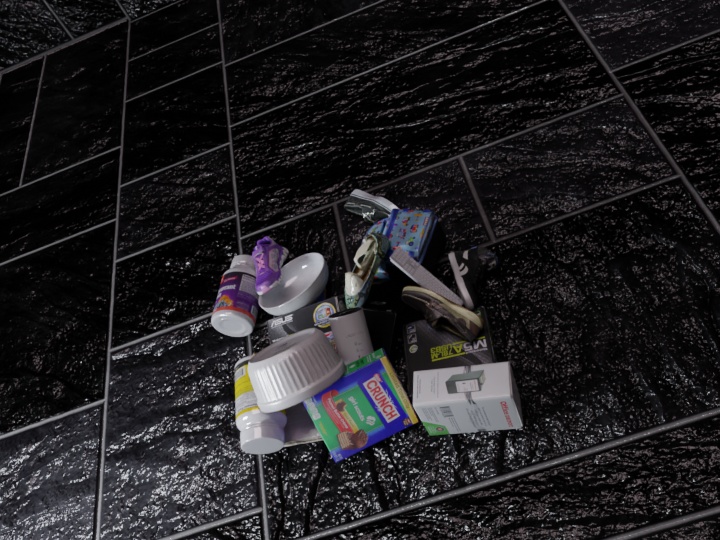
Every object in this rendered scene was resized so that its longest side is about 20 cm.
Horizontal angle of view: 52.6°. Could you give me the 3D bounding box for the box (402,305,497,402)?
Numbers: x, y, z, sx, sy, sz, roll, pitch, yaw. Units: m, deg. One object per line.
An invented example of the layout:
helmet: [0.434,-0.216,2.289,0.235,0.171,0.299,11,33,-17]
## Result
box: [0.199,0.187,1.626,0.200,0.048,0.193,-14,46,13]

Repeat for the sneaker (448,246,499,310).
sneaker: [0.275,0.005,1.697,0.112,0.073,0.200,-18,35,7]

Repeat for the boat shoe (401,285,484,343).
boat shoe: [0.174,0.096,1.614,0.200,0.073,0.065,23,66,21]

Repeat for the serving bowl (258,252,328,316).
serving bowl: [-0.158,0.046,1.832,0.200,0.066,0.200,-27,28,16]

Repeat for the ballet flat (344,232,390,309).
ballet flat: [0.000,0.000,1.704,0.074,0.074,0.200,19,84,33]

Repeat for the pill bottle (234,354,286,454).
pill bottle: [-0.223,0.299,1.630,0.114,0.114,0.200,-16,55,11]

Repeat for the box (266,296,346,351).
box: [-0.120,0.168,1.732,0.200,0.044,0.160,-19,67,20]

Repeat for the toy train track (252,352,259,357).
toy train track: [-0.145,0.206,1.637,0.200,0.115,0.033,9,8,-17]

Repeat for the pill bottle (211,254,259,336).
pill bottle: [-0.314,0.062,1.899,0.111,0.111,0.200,-6,52,19]

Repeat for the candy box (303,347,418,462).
candy box: [-0.002,0.285,1.547,0.200,0.169,0.077,-27,13,-1]

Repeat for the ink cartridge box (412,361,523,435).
ink cartridge box: [0.222,0.265,1.491,0.200,0.146,0.084,-8,50,16]

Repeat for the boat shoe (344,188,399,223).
boat shoe: [0.036,-0.159,1.958,0.200,0.072,0.071,24,75,46]

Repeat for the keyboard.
keyboard: [0.153,0.022,1.674,0.200,0.011,0.056,40,43,0]

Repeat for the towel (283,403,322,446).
towel: [-0.118,0.327,1.662,0.200,0.034,0.133,-13,51,13]

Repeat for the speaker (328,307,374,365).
speaker: [-0.009,0.184,1.616,0.081,0.200,0.081,-15,7,2]

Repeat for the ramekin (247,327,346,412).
ramekin: [-0.141,0.202,1.522,0.200,0.105,0.200,-25,7,3]

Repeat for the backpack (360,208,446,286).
backpack: [0.091,-0.064,1.810,0.200,0.135,0.183,8,59,29]

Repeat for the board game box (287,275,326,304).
board game box: [-0.136,0.085,1.866,0.103,0.019,0.200,-16,50,13]

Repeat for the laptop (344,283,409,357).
laptop: [0.043,0.127,1.734,0.187,0.116,0.200,5,27,44]

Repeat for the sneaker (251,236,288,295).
sneaker: [-0.245,-0.019,1.871,0.080,0.089,0.200,-25,30,19]
